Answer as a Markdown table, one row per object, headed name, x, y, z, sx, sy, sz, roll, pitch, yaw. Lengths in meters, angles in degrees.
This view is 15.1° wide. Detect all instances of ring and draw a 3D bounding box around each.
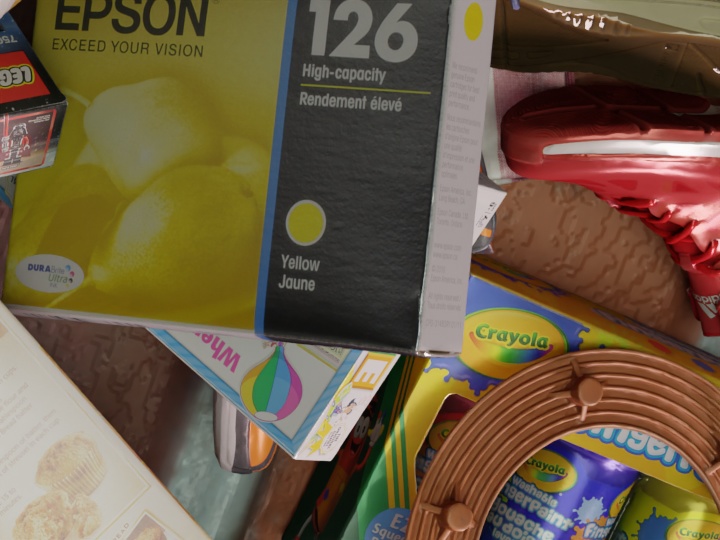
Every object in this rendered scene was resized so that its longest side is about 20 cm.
| name | x | y | z | sx | sy | sz | roll | pitch | yaw |
| --- | --- | --- | --- | --- | --- | --- | --- | --- | --- |
| ring | 0.111 | 0.135 | 1.204 | 0.199 | 0.019 | 0.202 | 0 | 90 | -22 |

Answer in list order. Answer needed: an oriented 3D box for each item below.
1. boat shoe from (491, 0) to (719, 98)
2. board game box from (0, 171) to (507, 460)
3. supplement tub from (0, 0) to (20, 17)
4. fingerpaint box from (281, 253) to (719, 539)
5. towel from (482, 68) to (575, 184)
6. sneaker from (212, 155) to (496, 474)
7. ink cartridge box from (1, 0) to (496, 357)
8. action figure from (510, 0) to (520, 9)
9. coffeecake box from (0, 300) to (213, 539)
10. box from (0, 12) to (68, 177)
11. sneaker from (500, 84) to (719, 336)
| name | x | y | z | sx | sy | sz | roll | pitch | yaw |
| --- | --- | --- | --- | --- | --- | --- | --- | --- | --- |
| boat shoe | 0.091 | -0.127 | 1.181 | 0.198 | 0.072 | 0.065 | 10 | 68 | -4 |
| board game box | -0.053 | -0.035 | 1.127 | 0.135 | 0.200 | 0.034 | -56 | 155 | 12 |
| supplement tub | -0.154 | -0.178 | 1.046 | 0.200 | 0.144 | 0.145 | -43 | 115 | -29 |
| fingerpaint box | 0.091 | 0.100 | 1.267 | 0.199 | 0.073 | 0.168 | 23 | 100 | -19 |
| towel | -0.001 | -0.097 | 1.211 | 0.198 | 0.023 | 0.145 | -10 | 108 | -10 |
| sneaker | 0.000 | 0.000 | 1.181 | 0.111 | 0.078 | 0.202 | 12 | 103 | -6 |
| ink cartridge box | -0.044 | -0.074 | 1.083 | 0.196 | 0.047 | 0.202 | 5 | 90 | 29 |
| action figure | 0.067 | -0.206 | 1.152 | 0.192 | 0.105 | 0.202 | -10 | 85 | -5 |
| coffeecake box | -0.153 | 0.073 | 1.138 | 0.073 | 0.153 | 0.200 | -43 | 103 | -12 |
| box | -0.233 | -0.080 | 1.067 | 0.199 | 0.137 | 0.040 | -14 | 143 | -31 |
| sneaker | 0.149 | -0.019 | 1.232 | 0.198 | 0.078 | 0.116 | 1 | 108 | -23 |
